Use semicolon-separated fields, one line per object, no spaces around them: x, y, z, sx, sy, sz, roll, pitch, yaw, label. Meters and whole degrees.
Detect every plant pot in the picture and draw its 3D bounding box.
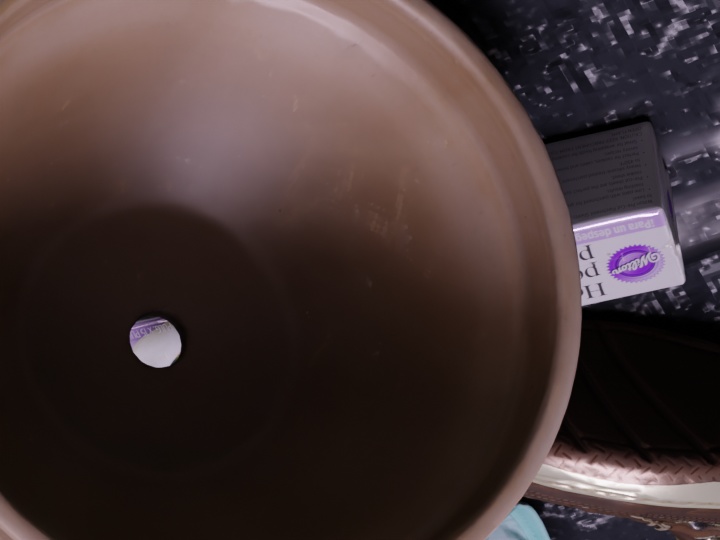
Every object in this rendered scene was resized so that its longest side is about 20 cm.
-0.045;0.010;0.799;0.201;0.201;0.093;12;160;-16;plant pot

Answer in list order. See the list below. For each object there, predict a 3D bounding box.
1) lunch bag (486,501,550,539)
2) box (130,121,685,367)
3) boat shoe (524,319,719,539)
-0.015;0.146;0.971;0.170;0.122;0.200;2;140;19;lunch bag
0.000;0.000;0.883;0.200;0.041;0.039;-13;138;10;box
0.116;0.069;0.937;0.202;0.075;0.075;6;131;-10;boat shoe
